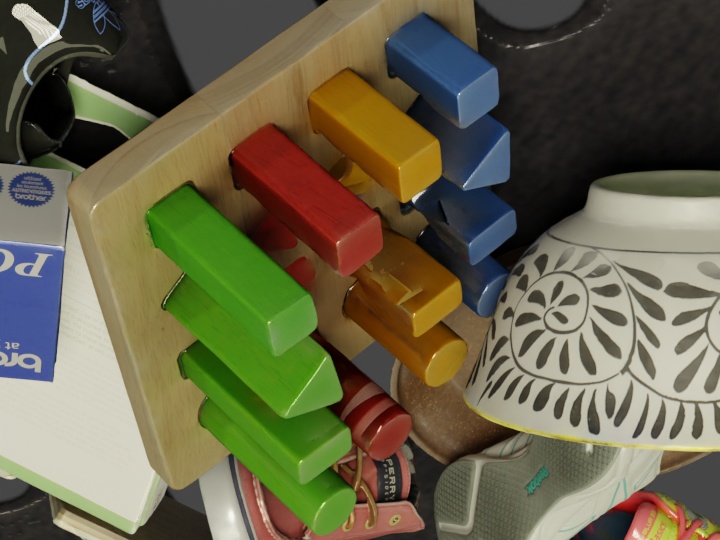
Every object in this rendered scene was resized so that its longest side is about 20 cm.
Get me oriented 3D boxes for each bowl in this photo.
[{"bbox_3d":[0.142,0.009,0.991,0.199,0.201,0.095,-1,101,-3],"label":"bowl"}]

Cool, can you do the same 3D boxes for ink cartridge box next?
[{"bbox_3d":[-0.221,-0.006,0.945,0.198,0.044,0.094,6,141,-7],"label":"ink cartridge box"},{"bbox_3d":[-0.130,0.003,1.039,0.145,0.048,0.201,26,115,7],"label":"ink cartridge box"}]

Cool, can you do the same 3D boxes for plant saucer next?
[{"bbox_3d":[0.113,0.041,1.155,0.198,0.037,0.201,-2,141,-1],"label":"plant saucer"}]

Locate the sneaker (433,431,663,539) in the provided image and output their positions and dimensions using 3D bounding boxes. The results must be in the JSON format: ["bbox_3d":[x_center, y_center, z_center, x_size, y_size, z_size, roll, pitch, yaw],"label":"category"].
[{"bbox_3d":[0.105,0.104,1.152,0.080,0.071,0.200,-9,157,-34],"label":"sneaker"}]

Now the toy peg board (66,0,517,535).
[{"bbox_3d":[0.000,0.000,0.968,0.199,0.098,0.201,-37,146,-20],"label":"toy peg board"}]

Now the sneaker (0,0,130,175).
[{"bbox_3d":[-0.172,-0.055,0.964,0.078,0.070,0.200,38,125,-4],"label":"sneaker"}]

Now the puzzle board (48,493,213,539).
[{"bbox_3d":[-0.070,0.151,1.164,0.199,0.151,0.017,28,92,-13],"label":"puzzle board"}]

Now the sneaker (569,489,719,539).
[{"bbox_3d":[0.172,0.162,1.214,0.199,0.079,0.090,15,155,34],"label":"sneaker"}]

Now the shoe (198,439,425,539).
[{"bbox_3d":[-0.021,0.107,1.153,0.090,0.072,0.200,-14,173,6],"label":"shoe"}]

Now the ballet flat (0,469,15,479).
[{"bbox_3d":[-0.158,0.067,1.141,0.198,0.072,0.072,-6,141,4],"label":"ballet flat"}]
